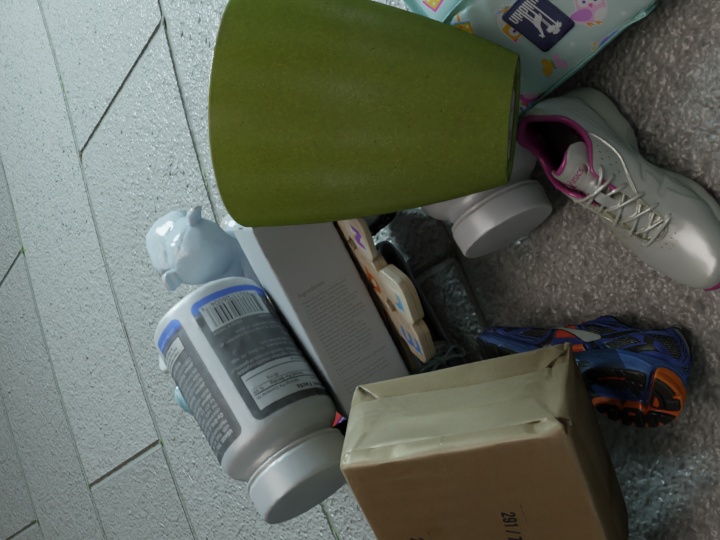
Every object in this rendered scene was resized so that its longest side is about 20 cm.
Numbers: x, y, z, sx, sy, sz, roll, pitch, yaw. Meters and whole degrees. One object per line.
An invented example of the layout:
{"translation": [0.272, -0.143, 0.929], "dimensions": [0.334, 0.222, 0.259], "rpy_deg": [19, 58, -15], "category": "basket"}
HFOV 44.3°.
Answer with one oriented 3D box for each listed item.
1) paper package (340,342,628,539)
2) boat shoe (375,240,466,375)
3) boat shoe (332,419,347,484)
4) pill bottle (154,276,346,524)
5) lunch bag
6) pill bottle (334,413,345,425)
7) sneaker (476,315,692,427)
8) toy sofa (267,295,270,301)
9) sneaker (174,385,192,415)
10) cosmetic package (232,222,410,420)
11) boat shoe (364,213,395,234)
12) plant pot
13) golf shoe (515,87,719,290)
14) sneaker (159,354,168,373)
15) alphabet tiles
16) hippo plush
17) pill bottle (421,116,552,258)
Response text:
{"translation": [0.104, 0.177, 0.705], "dimensions": [0.190, 0.104, 0.201], "rpy_deg": [-14, 119, 22], "category": "paper package"}
{"translation": [0.054, 0.065, 0.891], "dimensions": [0.203, 0.074, 0.065], "rpy_deg": [64, 144, 26], "category": "boat shoe"}
{"translation": [0.042, 0.145, 0.817], "dimensions": [0.199, 0.057, 0.069], "rpy_deg": [-30, 64, 16], "category": "boat shoe"}
{"translation": [-0.093, 0.115, 0.794], "dimensions": [0.200, 0.113, 0.114], "rpy_deg": [55, 136, 24], "category": "pill bottle"}
{"translation": [0.123, -0.241, 0.684], "dimensions": [0.170, 0.122, 0.201], "rpy_deg": [-40, 78, 44], "category": "lunch bag"}
{"translation": [0.054, 0.195, 0.894], "dimensions": [0.200, 0.112, 0.113], "rpy_deg": [49, 134, 29], "category": "pill bottle"}
{"translation": [0.183, 0.075, 0.734], "dimensions": [0.199, 0.078, 0.076], "rpy_deg": [8, 131, 44], "category": "sneaker"}
{"translation": [-0.064, 0.106, 0.969], "dimensions": [0.201, 0.082, 0.098], "rpy_deg": [95, -178, -47], "category": "toy sofa"}
{"translation": [-0.150, 0.125, 0.981], "dimensions": [0.081, 0.200, 0.074], "rpy_deg": [12, 85, 7], "category": "sneaker"}
{"translation": [-0.035, 0.032, 0.809], "dimensions": [0.201, 0.074, 0.102], "rpy_deg": [65, 165, -11], "category": "cosmetic package"}
{"translation": [0.009, -0.070, 0.850], "dimensions": [0.200, 0.056, 0.069], "rpy_deg": [154, 114, -77], "category": "boat shoe"}
{"translation": [0.015, -0.117, 0.660], "dimensions": [0.199, 0.187, 0.188], "rpy_deg": [6, 108, 12], "category": "plant pot"}
{"translation": [0.194, -0.057, 0.671], "dimensions": [0.200, 0.091, 0.076], "rpy_deg": [51, 133, 26], "category": "golf shoe"}
{"translation": [-0.148, 0.074, 1.012], "dimensions": [0.200, 0.088, 0.076], "rpy_deg": [-27, 53, 47], "category": "sneaker"}
{"translation": [0.000, 0.000, 0.810], "dimensions": [0.200, 0.015, 0.196], "rpy_deg": [41, 159, 46], "category": "alphabet tiles"}
{"translation": [-0.169, 0.004, 1.049], "dimensions": [0.200, 0.160, 0.160], "rpy_deg": [23, 102, 46], "category": "hippo plush"}
{"translation": [0.082, -0.118, 0.771], "dimensions": [0.112, 0.112, 0.201], "rpy_deg": [-44, 66, 47], "category": "pill bottle"}
